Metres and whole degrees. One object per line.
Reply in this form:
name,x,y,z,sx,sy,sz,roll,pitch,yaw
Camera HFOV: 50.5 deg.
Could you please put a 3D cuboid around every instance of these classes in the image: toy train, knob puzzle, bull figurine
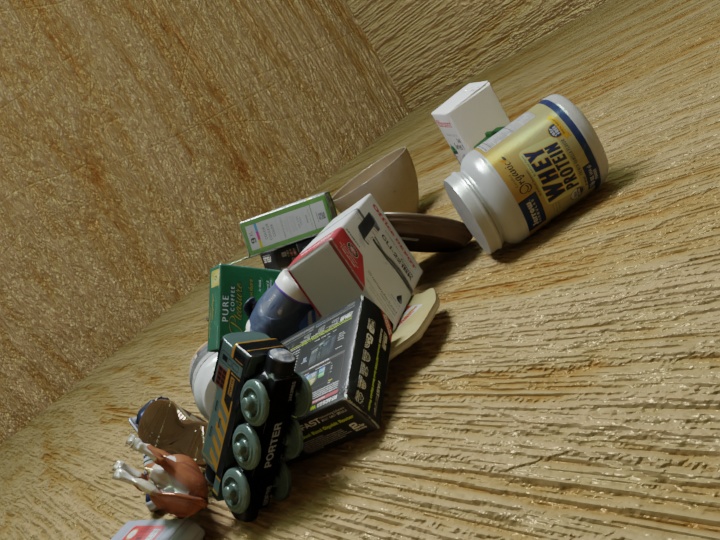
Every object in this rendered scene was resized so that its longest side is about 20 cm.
toy train,-0.118,0.165,0.822,0.084,0.205,0.113,-4,27,-42
knob puzzle,0.036,0.096,0.995,0.218,0.031,0.220,-37,8,6
bull figurine,-0.232,0.248,0.909,0.066,0.120,0.199,-63,13,-22

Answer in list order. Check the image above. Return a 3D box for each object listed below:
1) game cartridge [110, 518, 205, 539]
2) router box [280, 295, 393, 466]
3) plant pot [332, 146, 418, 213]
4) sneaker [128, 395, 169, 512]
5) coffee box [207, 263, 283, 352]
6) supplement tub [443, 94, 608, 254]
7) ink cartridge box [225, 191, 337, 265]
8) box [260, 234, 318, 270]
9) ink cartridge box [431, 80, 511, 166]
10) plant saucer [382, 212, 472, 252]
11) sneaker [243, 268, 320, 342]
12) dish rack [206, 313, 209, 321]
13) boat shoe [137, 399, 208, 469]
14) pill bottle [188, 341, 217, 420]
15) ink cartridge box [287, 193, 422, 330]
game cartridge,-0.273,0.351,0.888,0.198,0.041,0.134,-23,22,47
router box,-0.055,0.139,0.908,0.198,0.062,0.152,-30,32,34
plant pot,0.052,-0.154,1.654,0.198,0.136,0.201,-34,13,9
sneaker,-0.297,0.260,1.115,0.069,0.110,0.200,-33,12,7
coffee box,-0.129,0.062,1.131,0.196,0.127,0.044,5,-12,-34
supplement tub,0.228,-0.131,1.066,0.198,0.146,0.145,-35,12,1
ink cartridge box,-0.136,-0.067,1.233,0.195,0.061,0.104,-19,6,4
box,-0.098,0.031,1.303,0.047,0.162,0.199,-21,6,-24
ink cartridge box,0.203,-0.188,1.211,0.083,0.203,0.146,-32,11,2
plant saucer,0.082,-0.057,1.204,0.194,0.030,0.200,6,-7,1
sneaker,-0.098,0.077,1.084,0.148,0.080,0.199,-57,-19,9
dish rack,-0.170,0.100,1.271,0.056,0.151,0.199,-66,19,-1
boat shoe,-0.231,0.232,1.043,0.197,0.072,0.074,5,63,42
pill bottle,-0.201,0.173,1.168,0.115,0.118,0.200,-37,13,-11
ink cartridge box,0.000,0.000,1.053,0.083,0.146,0.200,-31,10,24
